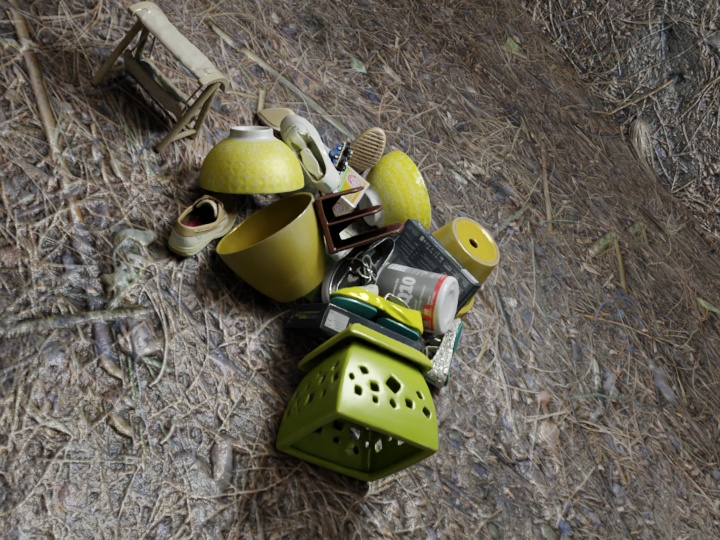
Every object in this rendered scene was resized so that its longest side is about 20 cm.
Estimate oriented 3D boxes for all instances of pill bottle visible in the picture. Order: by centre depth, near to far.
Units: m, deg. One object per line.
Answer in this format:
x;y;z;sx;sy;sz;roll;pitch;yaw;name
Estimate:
0.081;0.049;1.662;0.198;0.115;0.114;12;29;23;pill bottle

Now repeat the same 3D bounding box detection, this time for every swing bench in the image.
-0.371;-0.373;1.629;0.199;0.200;0.130;46;36;2;swing bench

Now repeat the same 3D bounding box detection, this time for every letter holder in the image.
0.002;-0.106;1.589;0.200;0.141;0.101;-75;150;-83;letter holder

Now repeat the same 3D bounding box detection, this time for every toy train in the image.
-0.066;-0.174;1.718;0.045;0.034;0.201;22;75;-1;toy train

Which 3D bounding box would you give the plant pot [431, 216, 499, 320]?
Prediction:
0.189;-0.008;1.832;0.200;0.189;0.202;25;41;-23;plant pot

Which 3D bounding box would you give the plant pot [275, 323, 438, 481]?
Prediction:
-0.001;0.211;1.394;0.199;0.199;0.183;25;52;-25;plant pot

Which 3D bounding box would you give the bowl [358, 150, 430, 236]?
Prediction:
0.060;-0.152;1.878;0.107;0.201;0.201;-20;67;-21;bowl

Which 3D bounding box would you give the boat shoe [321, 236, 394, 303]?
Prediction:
0.001;0.002;1.587;0.199;0.068;0.074;-43;115;-43;boat shoe

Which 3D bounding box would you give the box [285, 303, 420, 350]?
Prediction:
-0.016;0.118;1.527;0.199;0.157;0.051;26;76;-25;box

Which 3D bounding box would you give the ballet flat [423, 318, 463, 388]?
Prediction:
0.166;0.159;1.755;0.072;0.072;0.200;38;35;-9;ballet flat

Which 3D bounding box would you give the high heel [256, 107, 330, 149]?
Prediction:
-0.146;-0.281;1.904;0.199;0.143;0.072;25;60;26;high heel

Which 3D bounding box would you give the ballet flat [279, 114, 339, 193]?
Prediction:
-0.107;-0.240;1.684;0.069;0.069;0.201;-8;59;-48;ballet flat

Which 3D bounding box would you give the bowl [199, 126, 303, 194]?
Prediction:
-0.205;-0.215;1.616;0.198;0.109;0.200;2;15;-1;bowl

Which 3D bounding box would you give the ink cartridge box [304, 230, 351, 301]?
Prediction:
-0.109;-0.048;1.700;0.145;0.048;0.200;40;34;-9;ink cartridge box

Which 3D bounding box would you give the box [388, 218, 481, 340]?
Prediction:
0.123;0.018;1.738;0.200;0.158;0.051;46;17;21;box

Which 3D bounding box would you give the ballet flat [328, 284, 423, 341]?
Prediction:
0.031;0.065;1.545;0.199;0.067;0.068;26;58;-23;ballet flat

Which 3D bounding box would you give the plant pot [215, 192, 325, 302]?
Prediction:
-0.141;-0.028;1.553;0.143;0.199;0.200;61;31;-21;plant pot

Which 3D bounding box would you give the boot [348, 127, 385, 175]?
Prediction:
-0.003;-0.270;1.892;0.072;0.200;0.167;27;37;-13;boot

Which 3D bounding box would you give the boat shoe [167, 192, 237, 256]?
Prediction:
-0.277;-0.098;1.553;0.074;0.067;0.200;25;36;5;boat shoe

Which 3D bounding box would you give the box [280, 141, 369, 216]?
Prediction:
-0.096;-0.190;1.803;0.200;0.101;0.113;41;37;-6;box
